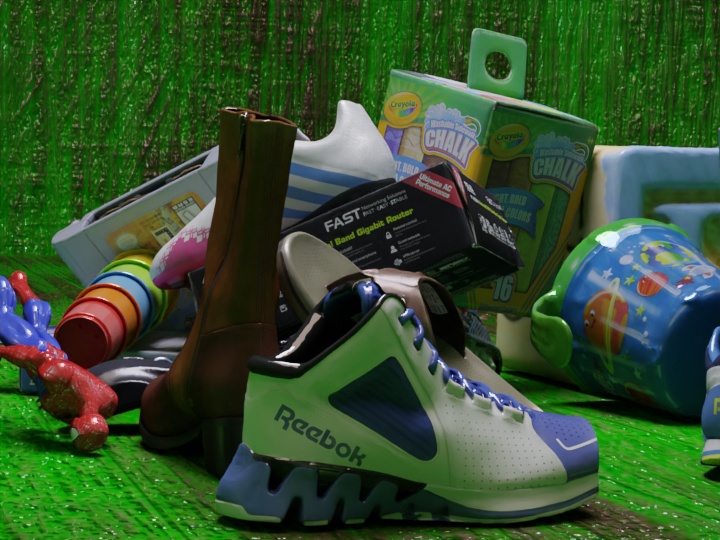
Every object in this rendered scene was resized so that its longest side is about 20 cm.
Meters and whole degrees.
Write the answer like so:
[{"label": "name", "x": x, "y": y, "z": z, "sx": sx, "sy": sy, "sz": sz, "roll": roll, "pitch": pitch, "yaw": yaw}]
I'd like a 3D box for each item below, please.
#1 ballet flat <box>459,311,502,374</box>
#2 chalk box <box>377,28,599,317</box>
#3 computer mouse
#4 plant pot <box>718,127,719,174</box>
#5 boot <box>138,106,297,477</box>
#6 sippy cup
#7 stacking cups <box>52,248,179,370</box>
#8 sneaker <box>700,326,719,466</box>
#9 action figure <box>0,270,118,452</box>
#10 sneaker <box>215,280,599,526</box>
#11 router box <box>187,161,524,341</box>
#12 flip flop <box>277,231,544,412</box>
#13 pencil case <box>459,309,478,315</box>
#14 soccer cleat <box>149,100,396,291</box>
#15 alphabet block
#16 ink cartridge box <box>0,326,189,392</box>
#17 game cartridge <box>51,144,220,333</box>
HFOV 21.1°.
[{"label": "ballet flat", "x": 0.047, "y": 0.064, "z": 1.372, "sx": 0.074, "sy": 0.075, "sz": 0.199, "roll": 3, "pitch": 4, "yaw": 30}, {"label": "chalk box", "x": 0.090, "y": -0.079, "z": 1.475, "sx": 0.124, "sy": 0.202, "sz": 0.123, "roll": 6, "pitch": 12, "yaw": -42}, {"label": "computer mouse", "x": -0.100, "y": 0.059, "z": 1.249, "sx": 0.198, "sy": 0.034, "sz": 0.059, "roll": -15, "pitch": -5, "yaw": -19}, {"label": "plant pot", "x": 0.324, "y": 0.008, "z": 1.287, "sx": 0.140, "sy": 0.202, "sz": 0.141, "roll": 5, "pitch": 4, "yaw": 34}, {"label": "boot", "x": -0.085, "y": 0.007, "z": 1.117, "sx": 0.068, "sy": 0.202, "sz": 0.188, "roll": 0, "pitch": 4, "yaw": -15}, {"label": "sippy cup", "x": 0.220, "y": 0.042, "z": 1.378, "sx": 0.177, "sy": 0.140, "sz": 0.130, "roll": -38, "pitch": 25, "yaw": -9}, {"label": "stacking cups", "x": -0.175, "y": 0.034, "z": 1.356, "sx": 0.060, "sy": 0.061, "sz": 0.200, "roll": 2, "pitch": 13, "yaw": 6}, {"label": "sneaker", "x": 0.243, "y": 0.073, "z": 1.171, "sx": 0.073, "sy": 0.083, "sz": 0.200, "roll": 1, "pitch": 1, "yaw": 10}, {"label": "action figure", "x": -0.199, "y": 0.054, "z": 1.194, "sx": 0.065, "sy": 0.052, "sz": 0.200, "roll": 41, "pitch": -1, "yaw": -40}, {"label": "sneaker", "x": 0.027, "y": 0.062, "z": 0.955, "sx": 0.198, "sy": 0.116, "sz": 0.080, "roll": 0, "pitch": 4, "yaw": -22}, {"label": "router box", "x": 0.000, "y": 0.000, "z": 1.332, "sx": 0.199, "sy": 0.063, "sz": 0.150, "roll": -22, "pitch": -13, "yaw": 12}, {"label": "flip flop", "x": 0.037, "y": 0.037, "z": 1.136, "sx": 0.199, "sy": 0.058, "sz": 0.081, "roll": 37, "pitch": 28, "yaw": 5}, {"label": "pencil case", "x": 0.021, "y": 0.050, "z": 1.501, "sx": 0.088, "sy": 0.089, "sz": 0.200, "roll": 3, "pitch": 6, "yaw": 27}, {"label": "soccer cleat", "x": -0.067, "y": -0.052, "z": 1.360, "sx": 0.199, "sy": 0.087, "sz": 0.070, "roll": -24, "pitch": -12, "yaw": 19}, {"label": "alphabet block", "x": 0.238, "y": -0.005, "z": 1.570, "sx": 0.195, "sy": 0.197, "sz": 0.200, "roll": 2, "pitch": 4, "yaw": -22}, {"label": "ink cartridge box", "x": -0.167, "y": 0.068, "z": 1.430, "sx": 0.198, "sy": 0.042, "sz": 0.119, "roll": 5, "pitch": 6, "yaw": 12}, {"label": "game cartridge", "x": -0.123, "y": -0.011, "z": 1.461, "sx": 0.199, "sy": 0.134, "sz": 0.042, "roll": -25, "pitch": 19, "yaw": 31}]
